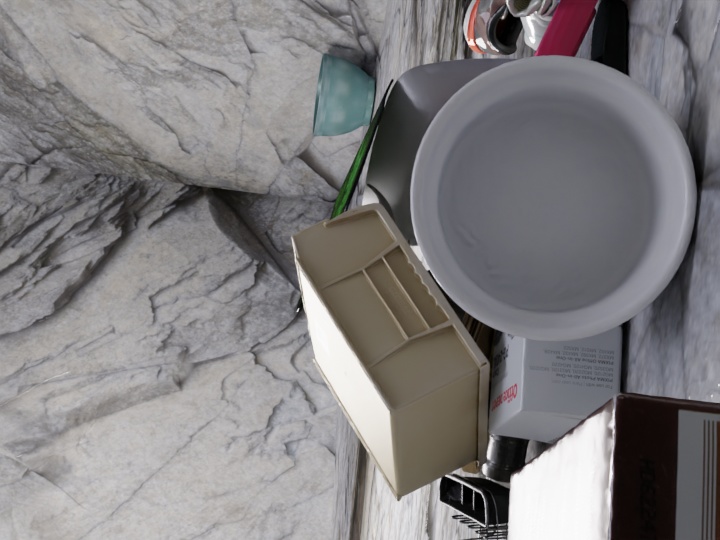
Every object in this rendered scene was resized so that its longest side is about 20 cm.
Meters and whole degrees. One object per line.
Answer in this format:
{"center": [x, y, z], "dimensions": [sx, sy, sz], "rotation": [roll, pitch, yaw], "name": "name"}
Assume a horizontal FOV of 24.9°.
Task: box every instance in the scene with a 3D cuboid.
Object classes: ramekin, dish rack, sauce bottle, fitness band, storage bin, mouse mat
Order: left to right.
{"center": [-0.014, -0.072, 1.551], "dimensions": [0.200, 0.008, 0.161], "rotation": [-73, 7, -45], "name": "mouse mat"}
{"center": [0.024, 0.072, 1.451], "dimensions": [0.199, 0.094, 0.200], "rotation": [58, 168, 28], "name": "storage bin"}
{"center": [0.118, 0.289, 1.482], "dimensions": [0.153, 0.054, 0.200], "rotation": [-177, 85, -78], "name": "dish rack"}
{"center": [0.150, 0.100, 1.532], "dimensions": [0.066, 0.066, 0.200], "rotation": [-99, 15, -72], "name": "sauce bottle"}
{"center": [0.137, -0.049, 1.185], "dimensions": [0.098, 0.200, 0.201], "rotation": [39, -122, -86], "name": "ramekin"}
{"center": [0.183, -0.215, 1.471], "dimensions": [0.144, 0.037, 0.200], "rotation": [83, -148, -81], "name": "fitness band"}

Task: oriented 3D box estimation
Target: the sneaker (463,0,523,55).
{"center": [0.180, -0.342, 1.892], "dimensions": [0.082, 0.077, 0.200], "rotation": [36, 123, 53], "name": "sneaker"}

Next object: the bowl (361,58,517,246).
{"center": [0.113, -0.108, 1.624], "dimensions": [0.075, 0.199, 0.200], "rotation": [49, 136, 45], "name": "bowl"}

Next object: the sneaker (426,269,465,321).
{"center": [0.095, 0.011, 1.605], "dimensions": [0.200, 0.074, 0.089], "rotation": [44, -120, -71], "name": "sneaker"}

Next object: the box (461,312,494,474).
{"center": [0.124, 0.080, 1.585], "dimensions": [0.200, 0.021, 0.164], "rotation": [79, -152, -53], "name": "box"}

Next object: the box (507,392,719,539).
{"center": [0.162, 0.161, 0.732], "dimensions": [0.200, 0.166, 0.164], "rotation": [111, 164, -72], "name": "box"}

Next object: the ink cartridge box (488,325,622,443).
{"center": [0.162, 0.036, 1.352], "dimensions": [0.145, 0.083, 0.200], "rotation": [113, 162, -76], "name": "ink cartridge box"}

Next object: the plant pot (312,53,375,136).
{"center": [-0.037, -0.412, 3.915], "dimensions": [0.200, 0.134, 0.201], "rotation": [-172, 90, -85], "name": "plant pot"}

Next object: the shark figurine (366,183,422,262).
{"center": [0.013, 0.006, 1.597], "dimensions": [0.090, 0.128, 0.214], "rotation": [-48, 1, -15], "name": "shark figurine"}

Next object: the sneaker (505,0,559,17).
{"center": [0.153, -0.275, 1.452], "dimensions": [0.116, 0.074, 0.200], "rotation": [-61, -1, -7], "name": "sneaker"}

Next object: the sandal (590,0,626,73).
{"center": [0.199, -0.149, 1.403], "dimensions": [0.075, 0.048, 0.201], "rotation": [105, 171, -57], "name": "sandal"}

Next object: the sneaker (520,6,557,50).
{"center": [0.182, -0.316, 1.712], "dimensions": [0.080, 0.070, 0.200], "rotation": [99, 175, -54], "name": "sneaker"}
